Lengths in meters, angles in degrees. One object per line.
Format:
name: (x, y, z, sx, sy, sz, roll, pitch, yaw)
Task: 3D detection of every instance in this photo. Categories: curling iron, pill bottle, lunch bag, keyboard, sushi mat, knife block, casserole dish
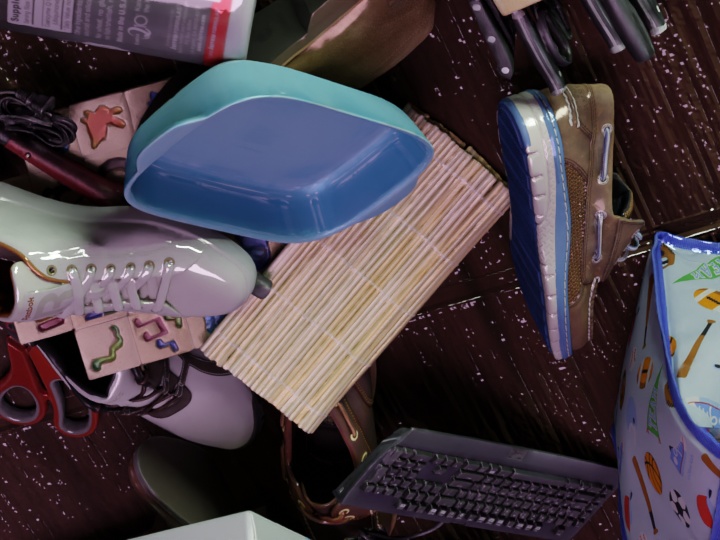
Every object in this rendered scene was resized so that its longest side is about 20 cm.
curling iron: (-0.134, -0.040, 1.481, 0.200, 0.026, 0.050, 38, 149, -17)
pill bottle: (-0.152, -0.181, 1.383, 0.200, 0.114, 0.114, 10, 129, -2)
lunch bag: (0.219, 0.105, 1.525, 0.124, 0.200, 0.170, 5, 128, 1)
keyboard: (0.066, 0.155, 1.644, 0.200, 0.021, 0.127, 14, 132, -37)
sushi mat: (0.000, 0.000, 1.531, 0.096, 0.012, 0.200, 37, 100, -21)
knife block: (0.105, -0.195, 1.381, 0.175, 0.064, 0.200, 15, 128, -8)
casserole dish: (-0.048, -0.068, 1.426, 0.121, 0.039, 0.200, -36, 150, 31)

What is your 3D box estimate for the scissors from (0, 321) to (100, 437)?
scissors: (-0.209, 0.039, 1.610, 0.073, 0.014, 0.200, 6, 138, 8)

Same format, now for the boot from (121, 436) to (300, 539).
boot: (-0.166, 0.191, 1.698, 0.200, 0.064, 0.186, -21, 141, 24)

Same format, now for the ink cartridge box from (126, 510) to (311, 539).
ink cartridge box: (-0.079, 0.254, 1.612, 0.145, 0.145, 0.200, -16, 156, 21)

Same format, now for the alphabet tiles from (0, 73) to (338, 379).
alphabet tiles: (-0.120, -0.029, 1.513, 0.200, 0.006, 0.167, -16, 108, -5)

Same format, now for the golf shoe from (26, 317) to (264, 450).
golf shoe: (-0.143, 0.067, 1.595, 0.078, 0.095, 0.200, -36, 119, 28)

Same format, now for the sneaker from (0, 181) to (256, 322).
sneaker: (-0.161, 0.007, 1.457, 0.200, 0.085, 0.073, 11, 132, -5)

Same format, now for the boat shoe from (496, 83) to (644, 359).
boat shoe: (0.130, -0.027, 1.507, 0.072, 0.072, 0.200, -17, 137, -8)

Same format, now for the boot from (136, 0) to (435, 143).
boot: (-0.043, -0.110, 1.453, 0.200, 0.074, 0.075, -36, 128, 18)

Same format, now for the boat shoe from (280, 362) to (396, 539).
boat shoe: (-0.021, 0.127, 1.644, 0.070, 0.070, 0.200, 4, 130, 17)
